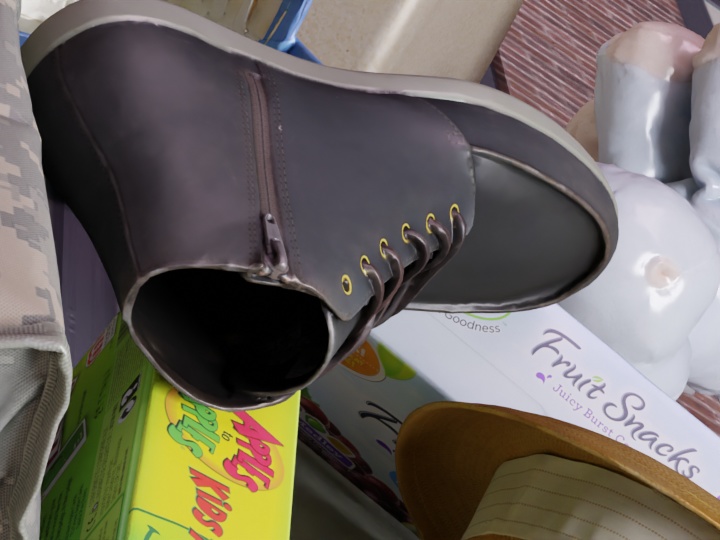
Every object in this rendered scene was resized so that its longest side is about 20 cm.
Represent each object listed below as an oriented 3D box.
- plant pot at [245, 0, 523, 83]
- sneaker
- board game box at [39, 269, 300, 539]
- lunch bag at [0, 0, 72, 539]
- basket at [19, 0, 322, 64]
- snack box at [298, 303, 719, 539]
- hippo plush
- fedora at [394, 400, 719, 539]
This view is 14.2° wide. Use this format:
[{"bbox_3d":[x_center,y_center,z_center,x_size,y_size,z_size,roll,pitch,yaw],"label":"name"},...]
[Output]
[{"bbox_3d":[-0.020,-0.159,1.176,0.200,0.177,0.200,43,23,7],"label":"plant pot"},{"bbox_3d":[0.000,0.000,0.792,0.200,0.075,0.106,13,38,-34],"label":"sneaker"},{"bbox_3d":[-0.065,0.084,0.745,0.048,0.102,0.200,33,23,-15],"label":"board game box"},{"bbox_3d":[-0.176,0.010,0.679,0.200,0.118,0.164,2,35,-14],"label":"lunch bag"},{"bbox_3d":[-0.095,-0.096,0.983,0.176,0.139,0.200,18,23,-32],"label":"basket"},{"bbox_3d":[0.058,0.066,0.942,0.200,0.053,0.142,39,-21,-1],"label":"snack box"},{"bbox_3d":[0.102,-0.001,1.148,0.161,0.200,0.159,-22,51,-38],"label":"hippo plush"},{"bbox_3d":[0.070,0.125,0.852,0.200,0.082,0.201,32,-23,16],"label":"fedora"}]
